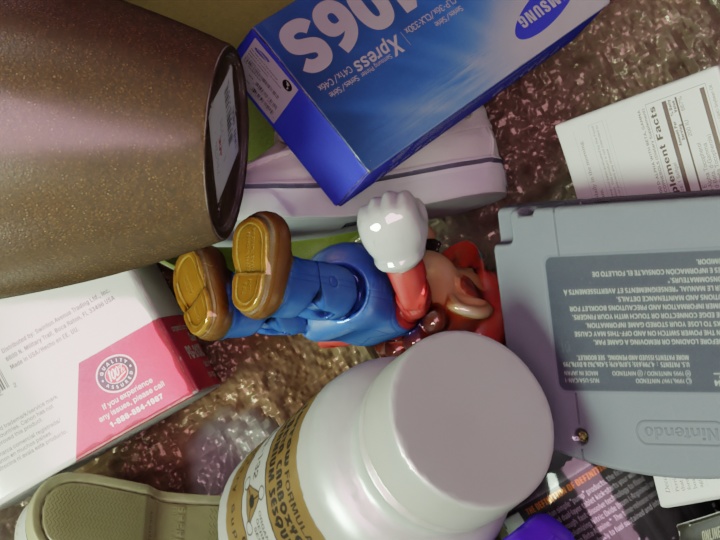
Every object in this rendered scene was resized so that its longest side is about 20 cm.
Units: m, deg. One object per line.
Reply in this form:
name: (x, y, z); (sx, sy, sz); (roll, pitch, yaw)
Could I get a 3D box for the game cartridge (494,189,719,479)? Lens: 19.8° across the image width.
game cartridge: (0.154, 0.030, 0.973); (0.199, 0.041, 0.135); (-2, 102, 42)

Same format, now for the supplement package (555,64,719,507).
supplement package: (0.210, -0.002, 1.048); (0.110, 0.155, 0.202); (-17, 88, 46)

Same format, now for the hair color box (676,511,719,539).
hair color box: (0.270, 0.139, 1.035); (0.198, 0.101, 0.062); (-2, 75, -25)

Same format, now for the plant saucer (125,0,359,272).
plant saucer: (-0.065, -0.094, 1.121); (0.198, 0.031, 0.202); (-2, 96, -21)

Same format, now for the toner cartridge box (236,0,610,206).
toner cartridge box: (0.033, -0.124, 1.081); (0.200, 0.043, 0.095); (-37, 87, -34)

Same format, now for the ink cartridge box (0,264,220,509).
ink cartridge box: (-0.190, 0.011, 1.136); (0.144, 0.084, 0.201); (-29, 87, 5)

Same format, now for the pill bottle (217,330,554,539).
pill bottle: (0.012, 0.108, 1.045); (0.113, 0.200, 0.115); (11, 63, -22)

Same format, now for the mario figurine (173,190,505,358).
mario figurine: (0.000, 0.000, 1.083); (0.123, 0.199, 0.107); (27, 102, 47)

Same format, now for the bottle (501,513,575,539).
bottle: (0.126, 0.218, 1.019); (0.200, 0.065, 0.084); (50, 136, 11)

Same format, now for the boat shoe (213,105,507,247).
boat shoe: (-0.017, -0.056, 1.091); (0.198, 0.072, 0.066); (-9, 81, -17)

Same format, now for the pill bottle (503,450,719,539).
pill bottle: (0.136, 0.135, 1.092); (0.106, 0.106, 0.201); (-31, 86, 4)

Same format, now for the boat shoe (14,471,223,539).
boat shoe: (-0.092, 0.163, 1.132); (0.198, 0.068, 0.075); (21, 59, -14)

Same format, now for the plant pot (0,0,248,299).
plant pot: (-0.159, -0.067, 0.993); (0.198, 0.187, 0.189); (2, 90, 9)
